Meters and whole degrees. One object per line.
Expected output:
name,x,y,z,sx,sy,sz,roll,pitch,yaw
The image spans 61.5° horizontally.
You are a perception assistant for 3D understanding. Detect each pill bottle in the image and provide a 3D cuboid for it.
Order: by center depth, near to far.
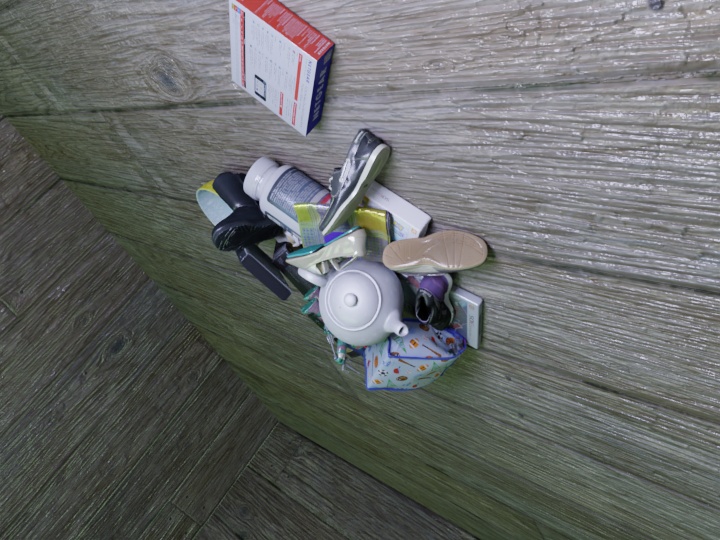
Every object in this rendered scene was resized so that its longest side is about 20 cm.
pill bottle,-0.146,-0.151,1.286,0.198,0.120,0.120,35,156,11

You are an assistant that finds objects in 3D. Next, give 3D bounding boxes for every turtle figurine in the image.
turtle figurine,-0.052,0.134,1.381,0.201,0.100,0.150,50,177,-17

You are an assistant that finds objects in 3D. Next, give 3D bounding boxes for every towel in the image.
towel,-0.030,-0.072,1.176,0.194,0.023,0.145,9,142,11

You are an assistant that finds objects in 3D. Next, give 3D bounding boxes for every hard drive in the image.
hard drive,-0.234,-0.018,1.394,0.139,0.033,0.200,44,-179,-28

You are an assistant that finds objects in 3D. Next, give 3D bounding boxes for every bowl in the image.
bowl,-0.301,-0.162,1.506,0.197,0.108,0.202,31,155,16

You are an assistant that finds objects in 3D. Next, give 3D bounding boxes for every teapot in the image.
teapot,-0.010,0.059,1.234,0.146,0.195,0.203,14,-121,-74

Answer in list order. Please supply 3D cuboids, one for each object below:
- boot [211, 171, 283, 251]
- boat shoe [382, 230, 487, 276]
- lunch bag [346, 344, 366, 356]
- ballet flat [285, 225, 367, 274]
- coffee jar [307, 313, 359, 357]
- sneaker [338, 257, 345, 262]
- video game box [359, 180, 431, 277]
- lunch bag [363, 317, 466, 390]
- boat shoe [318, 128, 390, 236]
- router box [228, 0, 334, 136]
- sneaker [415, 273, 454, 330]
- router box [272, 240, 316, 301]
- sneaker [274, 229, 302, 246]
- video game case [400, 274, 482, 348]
boot,-0.279,-0.134,1.315,0.169,0.198,0.077,48,126,18
boat shoe,0.140,-0.026,1.114,0.195,0.074,0.065,-6,162,22
lunch bag,0.011,0.119,1.499,0.130,0.137,0.202,27,152,22
ballet flat,-0.064,-0.026,1.164,0.197,0.070,0.070,-18,123,38
coffee jar,-0.052,0.158,1.720,0.200,0.086,0.104,45,152,-10
sneaker,0.000,0.000,1.351,0.200,0.086,0.075,48,-172,-8
video game box,0.037,-0.095,1.208,0.198,0.047,0.184,34,152,14
lunch bag,0.122,0.191,1.375,0.194,0.127,0.171,7,145,-16
boat shoe,-0.023,-0.152,1.073,0.067,0.072,0.202,38,115,12
router box,-0.139,-0.349,1.022,0.178,0.049,0.201,38,156,5
sneaker,0.141,0.078,1.244,0.074,0.088,0.202,25,152,26
router box,-0.136,0.006,1.525,0.201,0.052,0.158,49,-169,-20
sneaker,-0.127,-0.093,1.407,0.197,0.081,0.077,6,139,49
video game case,0.176,0.077,1.326,0.197,0.023,0.184,28,153,26
